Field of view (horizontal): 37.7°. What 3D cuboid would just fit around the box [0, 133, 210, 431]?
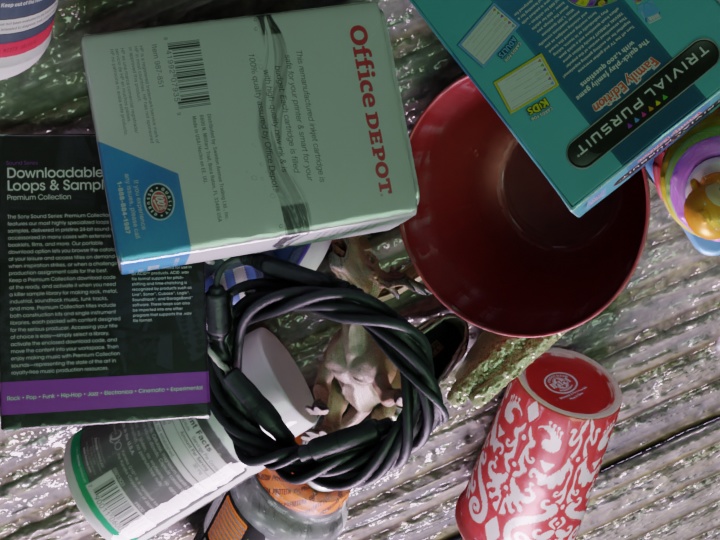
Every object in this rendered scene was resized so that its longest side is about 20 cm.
[{"bbox_3d":[-0.179,0.005,0.738,0.141,0.036,0.203,-1,89,-14],"label":"box"}]

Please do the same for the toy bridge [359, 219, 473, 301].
[{"bbox_3d":[0.000,0.000,0.898,0.197,0.027,0.068,-14,133,-10],"label":"toy bridge"}]

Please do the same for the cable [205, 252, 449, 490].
[{"bbox_3d":[-0.032,0.082,0.753,0.051,0.198,0.165,-23,128,-64],"label":"cable"}]

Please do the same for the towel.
[{"bbox_3d":[0.158,0.036,0.928,0.037,0.148,0.200,46,108,-2],"label":"towel"}]

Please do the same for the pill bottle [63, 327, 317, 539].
[{"bbox_3d":[-0.143,0.141,0.902,0.199,0.114,0.113,-32,133,7],"label":"pill bottle"}]

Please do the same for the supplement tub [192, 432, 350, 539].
[{"bbox_3d":[-0.088,0.250,1.010,0.121,0.123,0.201,11,125,-29],"label":"supplement tub"}]

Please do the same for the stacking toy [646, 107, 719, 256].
[{"bbox_3d":[0.243,-0.059,0.711,0.109,0.200,0.117,-32,90,27],"label":"stacking toy"}]

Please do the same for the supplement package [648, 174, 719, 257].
[{"bbox_3d":[0.358,-0.054,0.904,0.199,0.156,0.111,29,113,-37],"label":"supplement package"}]

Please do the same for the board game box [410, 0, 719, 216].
[{"bbox_3d":[0.142,-0.163,0.701,0.151,0.201,0.047,-38,167,13],"label":"board game box"}]

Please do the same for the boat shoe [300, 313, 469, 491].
[{"bbox_3d":[0.020,0.111,0.933,0.200,0.071,0.064,-47,175,-11],"label":"boat shoe"}]

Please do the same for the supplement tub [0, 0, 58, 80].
[{"bbox_3d":[-0.215,-0.215,0.552,0.139,0.141,0.201,7,126,-26],"label":"supplement tub"}]

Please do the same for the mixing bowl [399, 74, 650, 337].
[{"bbox_3d":[0.138,-0.059,0.815,0.108,0.200,0.201,-20,148,-58],"label":"mixing bowl"}]

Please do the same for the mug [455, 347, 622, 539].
[{"bbox_3d":[0.188,0.178,1.083,0.132,0.178,0.202,19,123,10],"label":"mug"}]

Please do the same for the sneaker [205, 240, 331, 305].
[{"bbox_3d":[-0.130,-0.016,0.795,0.199,0.081,0.146,-37,136,19],"label":"sneaker"}]

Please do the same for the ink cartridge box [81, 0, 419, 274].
[{"bbox_3d":[-0.075,-0.087,0.707,0.197,0.147,0.084,-10,175,-13],"label":"ink cartridge box"}]

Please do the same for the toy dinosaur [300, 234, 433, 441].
[{"bbox_3d":[0.007,0.068,0.846,0.085,0.137,0.201,10,145,2],"label":"toy dinosaur"}]
